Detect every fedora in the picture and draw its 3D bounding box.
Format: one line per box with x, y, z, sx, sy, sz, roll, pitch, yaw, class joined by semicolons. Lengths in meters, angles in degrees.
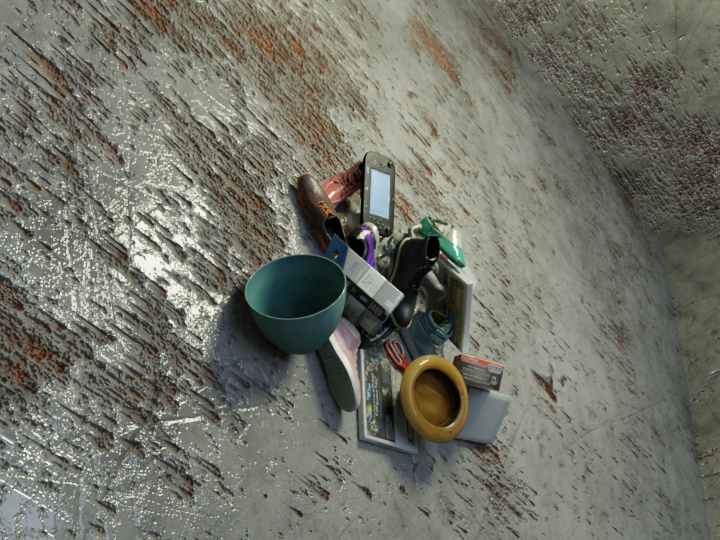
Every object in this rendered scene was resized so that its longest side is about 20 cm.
0.154;0.293;1.635;0.196;0.081;0.206;10;72;-31;fedora

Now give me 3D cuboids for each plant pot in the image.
-0.120;0.082;1.409;0.202;0.195;0.138;-62;154;-49;plant pot

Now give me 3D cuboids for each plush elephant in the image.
0.107;-0.023;1.761;0.202;0.161;0.156;59;19;-27;plush elephant

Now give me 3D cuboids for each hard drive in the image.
0.295;0.363;1.808;0.198;0.026;0.135;21;95;-43;hard drive

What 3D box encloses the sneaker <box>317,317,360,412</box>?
-0.027;0.190;1.527;0.103;0.075;0.204;-11;73;-48;sneaker

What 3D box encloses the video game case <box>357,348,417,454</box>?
0.058;0.296;1.618;0.180;0.023;0.205;27;50;-41;video game case

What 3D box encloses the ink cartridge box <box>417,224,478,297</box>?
0.221;-0.006;1.962;0.203;0.083;0.175;58;36;-8;ink cartridge box

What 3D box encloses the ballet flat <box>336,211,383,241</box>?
0.003;-0.114;1.767;0.197;0.065;0.072;6;63;-50;ballet flat

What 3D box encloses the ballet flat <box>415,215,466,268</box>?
0.206;-0.081;1.772;0.067;0.071;0.200;28;11;-41;ballet flat

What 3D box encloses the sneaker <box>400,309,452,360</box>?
0.189;0.188;1.759;0.203;0.129;0.079;59;34;-6;sneaker

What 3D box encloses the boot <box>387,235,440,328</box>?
0.119;0.023;1.588;0.076;0.138;0.206;6;83;-26;boot

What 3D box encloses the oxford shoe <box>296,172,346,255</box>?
-0.082;-0.136;1.648;0.070;0.072;0.203;-28;91;-22;oxford shoe

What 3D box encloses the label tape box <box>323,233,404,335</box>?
-0.014;0.035;1.567;0.199;0.145;0.063;40;62;4;label tape box

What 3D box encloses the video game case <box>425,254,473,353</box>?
0.216;0.073;1.777;0.022;0.205;0.182;-15;34;-21;video game case

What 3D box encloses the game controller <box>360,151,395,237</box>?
0.042;-0.184;1.743;0.103;0.041;0.206;17;69;-47;game controller

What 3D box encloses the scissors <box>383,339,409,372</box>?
0.116;0.249;1.685;0.203;0.014;0.073;60;26;8;scissors

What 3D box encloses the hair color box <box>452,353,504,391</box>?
0.282;0.250;1.767;0.200;0.108;0.066;70;36;-83;hair color box

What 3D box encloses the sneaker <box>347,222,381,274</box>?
-0.001;0.000;1.650;0.099;0.068;0.206;-26;113;-55;sneaker

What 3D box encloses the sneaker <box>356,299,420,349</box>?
0.061;0.135;1.678;0.198;0.090;0.077;-33;61;-32;sneaker

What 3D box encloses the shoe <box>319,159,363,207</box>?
-0.037;-0.214;1.756;0.072;0.090;0.200;57;36;-7;shoe
